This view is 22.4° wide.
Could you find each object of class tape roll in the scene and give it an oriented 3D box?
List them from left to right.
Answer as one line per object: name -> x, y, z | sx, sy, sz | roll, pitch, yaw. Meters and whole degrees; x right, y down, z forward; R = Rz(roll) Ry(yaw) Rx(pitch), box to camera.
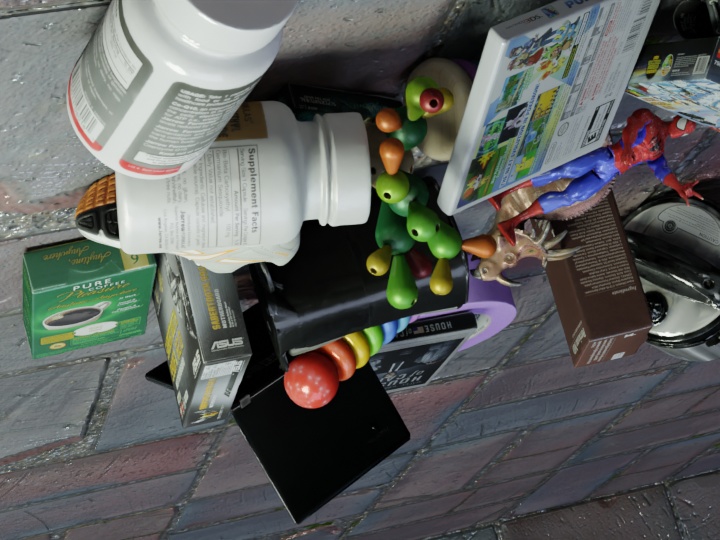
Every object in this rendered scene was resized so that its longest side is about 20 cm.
tape roll -> 0.076, 0.047, 2.089 | 0.198, 0.066, 0.200 | -15, 161, -5

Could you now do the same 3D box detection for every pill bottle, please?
pill bottle -> -0.120, -0.155, 1.240 | 0.113, 0.115, 0.200 | -6, 159, -30
pill bottle -> -0.095, -0.076, 1.447 | 0.198, 0.116, 0.115 | -4, 160, -8

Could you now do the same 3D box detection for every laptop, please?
laptop -> -0.084, 0.140, 1.890 | 0.199, 0.117, 0.187 | 17, -145, 37

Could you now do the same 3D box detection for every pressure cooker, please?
pressure cooker -> 0.368, 0.010, 2.054 | 0.175, 0.180, 0.200 | -20, 163, 20

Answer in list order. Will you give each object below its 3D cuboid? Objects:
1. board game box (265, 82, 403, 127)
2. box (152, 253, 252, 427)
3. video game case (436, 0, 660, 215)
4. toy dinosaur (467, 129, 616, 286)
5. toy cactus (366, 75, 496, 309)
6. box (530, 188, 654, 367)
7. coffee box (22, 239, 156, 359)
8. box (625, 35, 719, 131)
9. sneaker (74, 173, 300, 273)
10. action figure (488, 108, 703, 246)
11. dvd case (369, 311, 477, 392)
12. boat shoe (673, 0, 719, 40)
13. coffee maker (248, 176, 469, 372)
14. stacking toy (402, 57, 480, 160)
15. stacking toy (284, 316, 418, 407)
board game box -> -0.070, -0.099, 1.587 | 0.134, 0.028, 0.199 | 2, 154, -43
box -> -0.154, 0.042, 1.718 | 0.048, 0.160, 0.200 | -11, 162, -16
video game case -> 0.156, -0.147, 1.490 | 0.181, 0.022, 0.201 | -25, 150, -30
toy dinosaur -> 0.188, -0.075, 1.710 | 0.085, 0.137, 0.199 | 3, 153, -46
toy cactus -> 0.040, -0.076, 1.476 | 0.101, 0.165, 0.202 | -13, 121, -11
box -> 0.224, -0.016, 1.811 | 0.074, 0.202, 0.100 | -14, 162, -7
coffee box -> -0.263, 0.024, 1.753 | 0.122, 0.044, 0.200 | -13, 162, -13
box -> 0.307, -0.150, 1.519 | 0.136, 0.040, 0.200 | 21, 179, -16
sneaker -> -0.145, -0.030, 1.562 | 0.198, 0.076, 0.092 | 3, 147, 8
action figure -> 0.220, -0.079, 1.617 | 0.199, 0.099, 0.066 | -29, 124, -3
dvd case -> 0.034, 0.103, 2.072 | 0.149, 0.025, 0.200 | -10, 160, -19
boat shoe -> 0.293, -0.213, 1.505 | 0.065, 0.075, 0.199 | -6, 170, 1
coffee maker -> 0.000, 0.000, 1.729 | 0.198, 0.136, 0.192 | -18, 176, -7
stacking toy -> 0.134, -0.148, 1.566 | 0.199, 0.086, 0.085 | -12, 163, -39
stacking toy -> -0.006, 0.064, 1.852 | 0.200, 0.085, 0.085 | -50, -177, -34
